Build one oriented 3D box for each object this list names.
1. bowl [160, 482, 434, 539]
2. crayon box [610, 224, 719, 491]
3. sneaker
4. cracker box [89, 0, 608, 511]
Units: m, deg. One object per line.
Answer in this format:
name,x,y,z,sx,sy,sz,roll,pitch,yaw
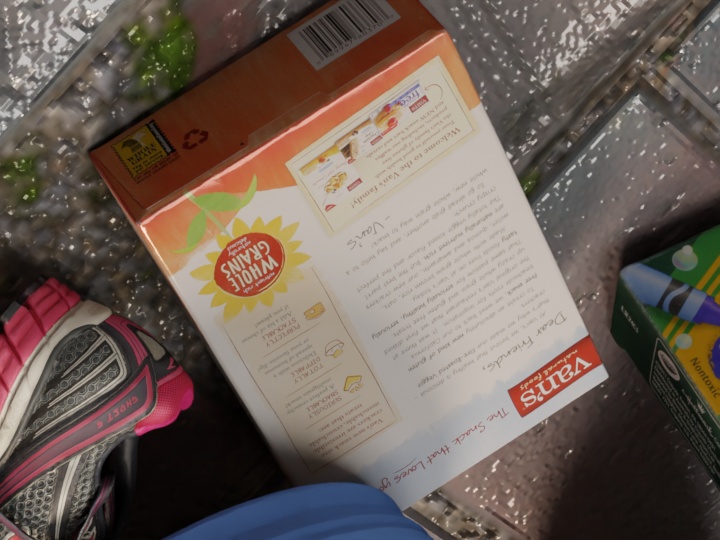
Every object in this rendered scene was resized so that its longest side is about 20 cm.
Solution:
bowl,-0.059,0.152,1.097,0.200,0.039,0.201,-26,154,-14
crayon box,0.222,0.020,1.185,0.200,0.126,0.052,-24,150,-15
sneaker,-0.132,0.104,1.054,0.075,0.081,0.200,27,111,4
cracker box,0.000,0.000,1.092,0.134,0.058,0.200,-32,131,-5
